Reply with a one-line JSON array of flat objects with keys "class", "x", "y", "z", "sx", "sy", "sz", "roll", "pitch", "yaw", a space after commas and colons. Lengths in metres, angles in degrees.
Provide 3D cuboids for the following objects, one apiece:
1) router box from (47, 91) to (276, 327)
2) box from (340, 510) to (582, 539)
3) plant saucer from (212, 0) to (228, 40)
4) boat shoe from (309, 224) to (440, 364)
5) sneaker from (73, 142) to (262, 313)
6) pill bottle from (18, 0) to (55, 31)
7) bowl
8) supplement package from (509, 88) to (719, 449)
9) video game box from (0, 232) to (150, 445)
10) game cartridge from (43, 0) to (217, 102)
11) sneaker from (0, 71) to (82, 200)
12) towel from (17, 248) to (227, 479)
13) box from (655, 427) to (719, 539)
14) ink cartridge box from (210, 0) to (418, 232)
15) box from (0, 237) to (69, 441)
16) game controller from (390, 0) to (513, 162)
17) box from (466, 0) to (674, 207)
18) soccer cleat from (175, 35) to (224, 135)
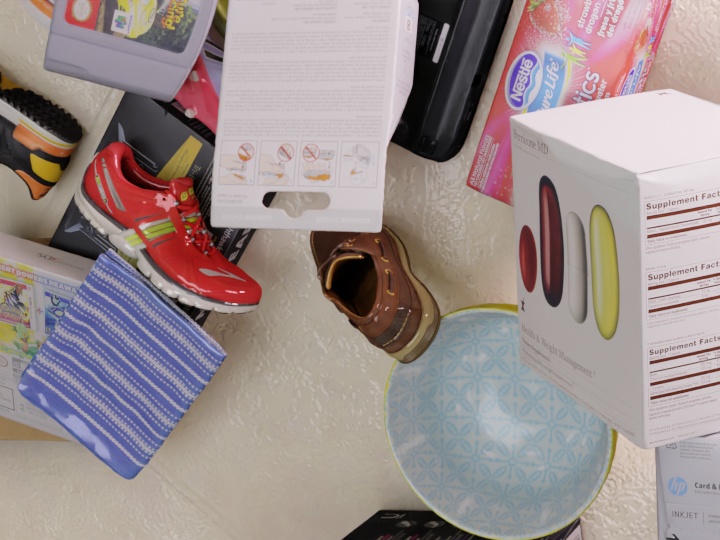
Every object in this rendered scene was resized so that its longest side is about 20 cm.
[{"class": "router box", "x": -0.180, "y": -0.050, "z": 1.663, "sx": 0.157, "sy": 0.052, "sz": 0.201, "roll": 37, "pitch": 115, "yaw": 11}, {"class": "box", "x": 0.090, "y": 0.282, "z": 1.595, "sx": 0.199, "sy": 0.106, "sz": 0.123, "roll": -2, "pitch": 101, "yaw": 26}, {"class": "plant saucer", "x": -0.063, "y": -0.264, "z": 1.567, "sx": 0.199, "sy": 0.031, "sz": 0.202, "roll": 6, "pitch": 106, "yaw": 23}, {"class": "boat shoe", "x": 0.000, "y": 0.001, "z": 1.530, "sx": 0.072, "sy": 0.067, "sz": 0.200, "roll": -53, "pitch": 35, "yaw": 12}, {"class": "sneaker", "x": -0.162, "y": -0.038, "z": 1.589, "sx": 0.200, "sy": 0.077, "sz": 0.085, "roll": 37, "pitch": 110, "yaw": 10}, {"class": "pill bottle", "x": -0.206, "y": -0.299, "z": 1.577, "sx": 0.114, "sy": 0.114, "sz": 0.200, "roll": 42, "pitch": 117, "yaw": 10}, {"class": "bowl", "x": 0.130, "y": 0.113, "z": 1.532, "sx": 0.199, "sy": 0.108, "sz": 0.202, "roll": 7, "pitch": 107, "yaw": 23}, {"class": "supplement package", "x": 0.216, "y": -0.008, "z": 1.332, "sx": 0.191, "sy": 0.146, "sz": 0.202, "roll": -146, "pitch": 48, "yaw": -62}, {"class": "video game box", "x": -0.283, "y": 0.067, "z": 1.699, "sx": 0.199, "sy": 0.047, "sz": 0.183, "roll": 16, "pitch": 125, "yaw": 22}, {"class": "game cartridge", "x": -0.183, "y": -0.241, "z": 1.523, "sx": 0.132, "sy": 0.041, "sz": 0.201, "roll": 12, "pitch": 120, "yaw": -8}, {"class": "sneaker", "x": -0.358, "y": -0.143, "z": 1.712, "sx": 0.199, "sy": 0.070, "sz": 0.090, "roll": 33, "pitch": 111, "yaw": 12}, {"class": "towel", "x": -0.217, "y": 0.089, "z": 1.631, "sx": 0.145, "sy": 0.024, "sz": 0.200, "roll": 40, "pitch": 128, "yaw": 2}, {"class": "box", "x": 0.290, "y": 0.211, "z": 1.296, "sx": 0.155, "sy": 0.041, "sz": 0.202, "roll": 1, "pitch": 104, "yaw": 25}, {"class": "ink cartridge box", "x": -0.039, "y": -0.131, "z": 1.512, "sx": 0.159, "sy": 0.047, "sz": 0.202, "roll": 2, "pitch": 85, "yaw": 23}, {"class": "box", "x": -0.351, "y": 0.069, "z": 1.791, "sx": 0.162, "sy": 0.021, "sz": 0.202, "roll": -1, "pitch": 103, "yaw": 25}, {"class": "game controller", "x": 0.064, "y": -0.194, "z": 1.527, "sx": 0.104, "sy": 0.042, "sz": 0.201, "roll": 31, "pitch": 114, "yaw": 29}, {"class": "box", "x": 0.168, "y": -0.148, "z": 1.451, "sx": 0.095, "sy": 0.100, "sz": 0.201, "roll": 24, "pitch": 113, "yaw": 17}, {"class": "soccer cleat", "x": -0.112, "y": -0.155, "z": 1.607, "sx": 0.200, "sy": 0.076, "sz": 0.067, "roll": 51, "pitch": 141, "yaw": 24}]
